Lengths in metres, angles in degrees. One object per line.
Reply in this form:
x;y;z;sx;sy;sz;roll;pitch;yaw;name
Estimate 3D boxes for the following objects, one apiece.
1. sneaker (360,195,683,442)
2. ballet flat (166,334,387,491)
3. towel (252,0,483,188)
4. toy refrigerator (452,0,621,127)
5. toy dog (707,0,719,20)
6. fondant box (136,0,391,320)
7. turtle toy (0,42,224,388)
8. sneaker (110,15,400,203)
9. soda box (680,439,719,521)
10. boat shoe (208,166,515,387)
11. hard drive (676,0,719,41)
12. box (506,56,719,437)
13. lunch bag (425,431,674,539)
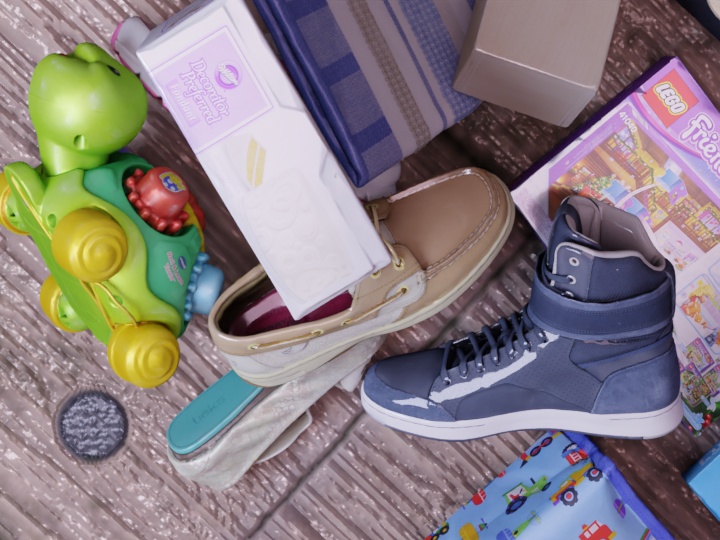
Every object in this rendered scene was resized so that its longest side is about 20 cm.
0.093;0.027;0.853;0.199;0.077;0.148;-2;122;9;sneaker
-0.038;0.066;0.903;0.199;0.068;0.062;-39;126;7;ballet flat
0.013;-0.145;0.814;0.024;0.200;0.148;-22;101;38;towel
0.118;-0.195;0.830;0.075;0.070;0.202;17;75;-4;toy refrigerator
0.238;-0.222;0.797;0.095;0.132;0.202;-11;107;24;toy dog
-0.053;-0.071;0.730;0.058;0.200;0.145;-30;104;0;fondant box
-0.148;-0.033;0.833;0.101;0.145;0.202;-34;123;-22;turtle toy
-0.054;-0.116;0.865;0.198;0.081;0.089;23;95;-12;sneaker
0.299;0.089;0.895;0.200;0.068;0.064;-44;81;4;soda box
0.000;0.000;0.829;0.199;0.066;0.074;-34;63;4;boat shoe
0.269;-0.197;0.875;0.199;0.042;0.135;39;95;-6;hard drive
0.204;-0.015;0.899;0.136;0.039;0.201;-38;96;5;box
0.147;0.225;0.906;0.150;0.094;0.200;-40;106;2;lunch bag
